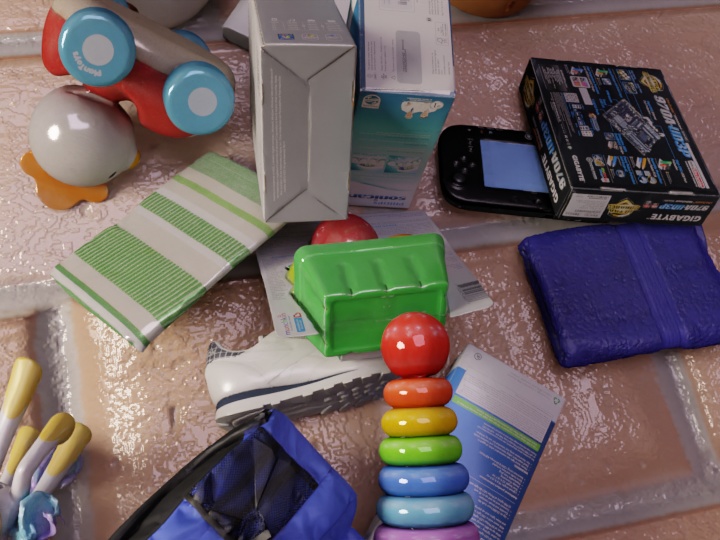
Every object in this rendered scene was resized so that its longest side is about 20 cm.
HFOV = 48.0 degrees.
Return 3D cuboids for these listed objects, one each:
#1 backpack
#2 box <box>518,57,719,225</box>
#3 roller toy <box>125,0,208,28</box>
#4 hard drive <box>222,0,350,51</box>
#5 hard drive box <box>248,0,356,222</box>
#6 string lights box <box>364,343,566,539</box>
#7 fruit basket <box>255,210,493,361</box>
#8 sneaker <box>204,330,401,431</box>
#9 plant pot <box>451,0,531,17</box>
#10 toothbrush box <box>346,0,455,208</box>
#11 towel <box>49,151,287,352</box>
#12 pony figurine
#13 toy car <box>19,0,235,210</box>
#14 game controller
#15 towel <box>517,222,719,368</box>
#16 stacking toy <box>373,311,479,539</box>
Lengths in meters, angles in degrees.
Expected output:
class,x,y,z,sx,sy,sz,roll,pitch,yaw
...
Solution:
class,x,y,z,sx,sy,sz,roll,pitch,yaw
backpack,-0.101,0.226,0.579,0.168,0.163,0.200,44,54,11
box,0.264,-0.139,0.847,0.158,0.046,0.201,2,52,-10
roller toy,-0.237,-0.355,0.837,0.182,0.140,0.201,-24,73,-18
hard drive,-0.050,-0.310,0.910,0.131,0.026,0.201,26,66,3
hard drive box,-0.059,-0.160,0.729,0.076,0.157,0.200,-3,35,-10
string lights box,0.090,0.178,0.705,0.102,0.059,0.201,30,66,4
fruit basket,0.000,0.000,0.735,0.184,0.094,0.200,-6,24,-13
sneaker,-0.038,0.082,0.723,0.199,0.077,0.081,-9,59,-14
plant pot,0.155,-0.386,0.913,0.199,0.140,0.201,4,66,-8
toothbrush box,0.024,-0.169,0.767,0.085,0.200,0.147,2,67,-7
towel,-0.166,-0.026,0.739,0.152,0.023,0.200,29,61,36
pony figurine,-0.272,0.194,0.588,0.166,0.194,0.201,20,46,-3
toy car,-0.233,-0.140,0.762,0.176,0.185,0.201,24,107,-27
game controller,0.178,-0.103,0.850,0.199,0.042,0.105,5,66,-8
towel,0.269,0.020,0.812,0.199,0.050,0.148,-7,61,-11
stacking toy,0.048,0.132,0.617,0.085,0.085,0.201,0,81,-9
